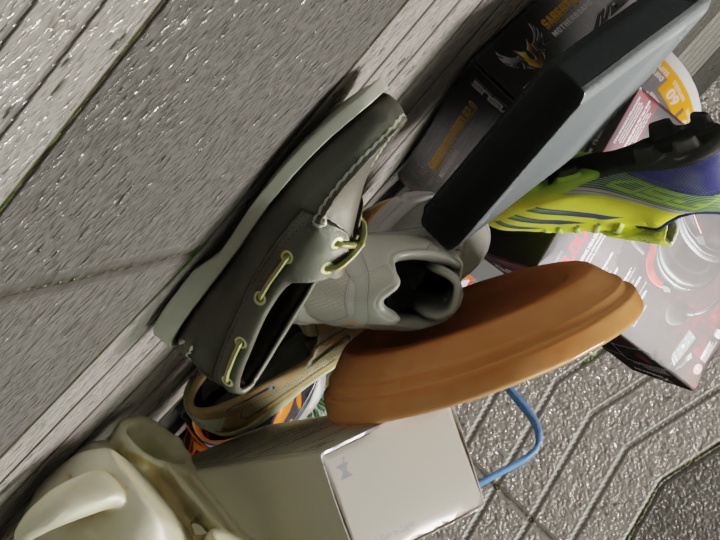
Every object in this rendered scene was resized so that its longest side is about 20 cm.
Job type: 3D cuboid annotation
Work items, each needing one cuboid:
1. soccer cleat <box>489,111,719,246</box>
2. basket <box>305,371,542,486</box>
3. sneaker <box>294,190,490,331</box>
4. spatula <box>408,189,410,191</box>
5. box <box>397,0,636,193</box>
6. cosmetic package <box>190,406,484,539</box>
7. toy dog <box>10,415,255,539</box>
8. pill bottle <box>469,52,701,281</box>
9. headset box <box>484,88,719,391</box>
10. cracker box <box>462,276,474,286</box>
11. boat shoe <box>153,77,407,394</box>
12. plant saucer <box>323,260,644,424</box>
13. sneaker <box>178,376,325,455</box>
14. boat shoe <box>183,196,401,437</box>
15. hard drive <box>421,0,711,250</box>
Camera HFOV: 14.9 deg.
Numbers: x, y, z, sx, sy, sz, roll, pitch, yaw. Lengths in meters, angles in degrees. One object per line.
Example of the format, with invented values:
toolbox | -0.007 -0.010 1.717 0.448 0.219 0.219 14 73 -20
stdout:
soccer cleat | 0.161 -0.043 1.764 0.200 0.084 0.065 -12 -153 38
basket | 0.008 0.108 1.975 0.200 0.176 0.139 -33 167 -15
sneaker | 0.034 0.004 1.631 0.200 0.092 0.076 -19 120 -55
spatula | 0.000 0.000 1.810 0.200 0.021 0.057 -51 -176 -35
box | 0.124 -0.136 1.763 0.200 0.048 0.158 -42 173 -29
cosmetic package | -0.030 0.133 1.658 0.104 0.073 0.200 -21 -174 -34
toy dog | -0.167 0.202 1.578 0.200 0.140 0.194 -47 165 10
pill bottle | 0.148 -0.080 1.986 0.200 0.116 0.116 -43 173 -31
headset box | 0.184 -0.031 1.897 0.075 0.200 0.149 19 -104 55
cracker box | -0.001 0.061 2.169 0.200 0.058 0.134 -48 175 6
boat shoe | -0.031 -0.016 1.418 0.202 0.060 0.072 -50 173 32
plant saucer | 0.069 0.038 1.635 0.200 0.037 0.200 -20 -171 3
sneaker | -0.105 0.125 1.847 0.200 0.078 0.112 -58 169 6
boat shoe | -0.028 0.029 1.710 0.200 0.072 0.076 -46 168 -2
hard drive | 0.123 -0.097 1.632 0.140 0.033 0.200 -50 172 34
